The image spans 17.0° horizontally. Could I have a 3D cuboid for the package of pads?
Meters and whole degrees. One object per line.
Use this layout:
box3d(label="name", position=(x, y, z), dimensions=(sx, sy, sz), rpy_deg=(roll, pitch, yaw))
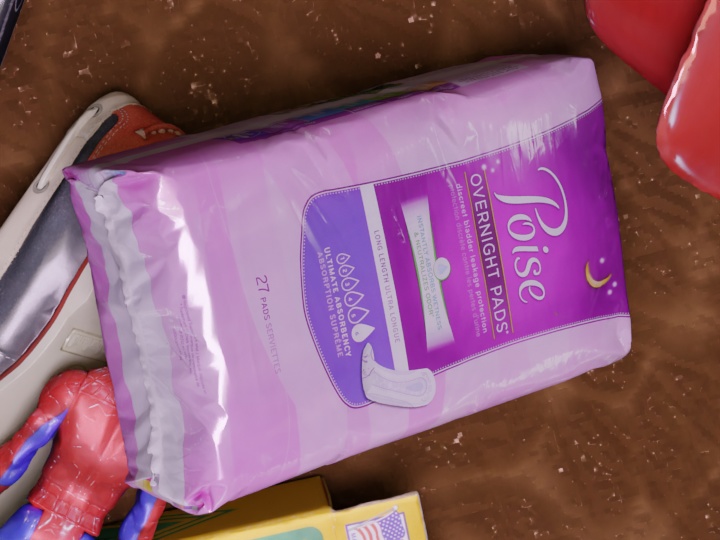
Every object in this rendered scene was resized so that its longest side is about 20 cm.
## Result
box3d(label="package of pads", position=(0.000, 0.000, 0.850), dimensions=(0.200, 0.076, 0.121), rpy_deg=(-17, 104, -33))

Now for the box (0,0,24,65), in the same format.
box3d(label="box", position=(-0.173, -0.092, 0.829), dimensions=(0.106, 0.122, 0.200), rpy_deg=(20, 98, -10))

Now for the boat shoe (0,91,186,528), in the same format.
box3d(label="boat shoe", position=(-0.128, 0.026, 0.889), dimensions=(0.063, 0.071, 0.200), rpy_deg=(42, 98, 30))

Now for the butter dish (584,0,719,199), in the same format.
box3d(label="butter dish", position=(0.152, -0.125, 0.855), dimensions=(0.200, 0.148, 0.200), rpy_deg=(17, 100, -51))

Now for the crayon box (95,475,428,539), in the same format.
box3d(label="crayon box", position=(-0.065, 0.158, 0.925), dimensions=(0.200, 0.052, 0.126), rpy_deg=(-12, 101, -3))

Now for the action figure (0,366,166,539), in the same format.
box3d(label="action figure", position=(-0.116, 0.103, 0.862), dimensions=(0.065, 0.052, 0.200), rpy_deg=(30, 85, -8))
